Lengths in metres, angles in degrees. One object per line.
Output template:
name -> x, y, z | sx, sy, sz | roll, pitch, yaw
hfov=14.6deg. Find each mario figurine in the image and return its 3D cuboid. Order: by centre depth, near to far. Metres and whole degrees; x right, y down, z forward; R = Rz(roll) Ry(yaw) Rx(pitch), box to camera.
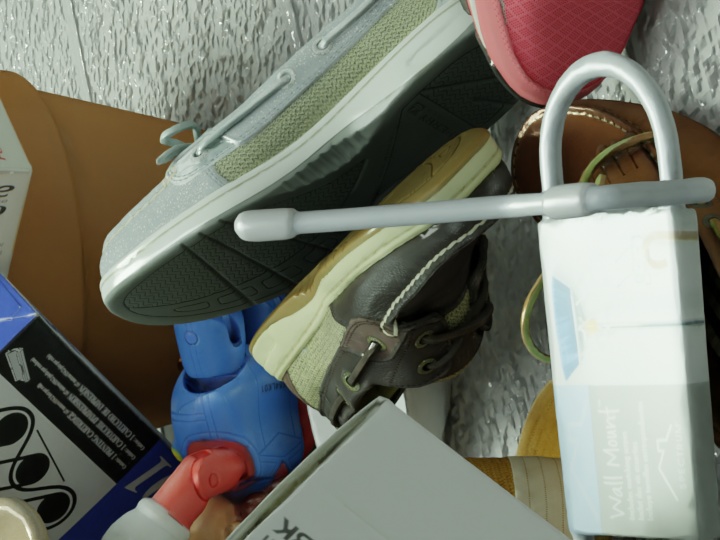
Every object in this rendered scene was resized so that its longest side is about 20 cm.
mario figurine -> -0.068, 0.075, 1.216 | 0.106, 0.123, 0.201 | 180, 81, -68

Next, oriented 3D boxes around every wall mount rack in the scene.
wall mount rack -> 0.042, 0.036, 0.872 | 0.173, 0.074, 0.201 | -4, 91, 54

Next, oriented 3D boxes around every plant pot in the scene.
plant pot -> -0.138, 0.001, 1.334 | 0.200, 0.139, 0.201 | 177, 90, -64

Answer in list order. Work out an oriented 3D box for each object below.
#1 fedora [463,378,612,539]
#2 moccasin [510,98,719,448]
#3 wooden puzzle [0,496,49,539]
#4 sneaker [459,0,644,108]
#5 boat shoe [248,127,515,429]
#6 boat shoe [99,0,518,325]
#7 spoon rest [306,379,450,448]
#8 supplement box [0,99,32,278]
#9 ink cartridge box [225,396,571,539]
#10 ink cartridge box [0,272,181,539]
fedora -> 0.033, 0.132, 0.996 | 0.201, 0.081, 0.202 | -170, 90, -84
moccasin -> 0.099, 0.003, 0.917 | 0.202, 0.077, 0.074 | 56, 140, 47
wooden puzzle -> -0.139, 0.218, 1.178 | 0.185, 0.037, 0.201 | 122, 139, -57
sneaker -> 0.086, -0.137, 0.937 | 0.087, 0.073, 0.201 | 49, 135, 50
boat shoe -> 0.019, 0.009, 1.025 | 0.065, 0.073, 0.200 | 47, 157, 2
boat shoe -> -0.021, -0.052, 1.076 | 0.202, 0.074, 0.065 | -39, 56, 16
spoon rest -> 0.000, 0.000, 1.141 | 0.099, 0.060, 0.201 | 11, 102, 63
supplement box -> -0.211, -0.004, 1.243 | 0.126, 0.073, 0.201 | 61, 144, 42
ink cartridge box -> 0.021, 0.154, 0.837 | 0.147, 0.083, 0.200 | 37, 145, 15
ink cartridge box -> -0.135, 0.090, 1.234 | 0.044, 0.094, 0.200 | 43, 175, 40
